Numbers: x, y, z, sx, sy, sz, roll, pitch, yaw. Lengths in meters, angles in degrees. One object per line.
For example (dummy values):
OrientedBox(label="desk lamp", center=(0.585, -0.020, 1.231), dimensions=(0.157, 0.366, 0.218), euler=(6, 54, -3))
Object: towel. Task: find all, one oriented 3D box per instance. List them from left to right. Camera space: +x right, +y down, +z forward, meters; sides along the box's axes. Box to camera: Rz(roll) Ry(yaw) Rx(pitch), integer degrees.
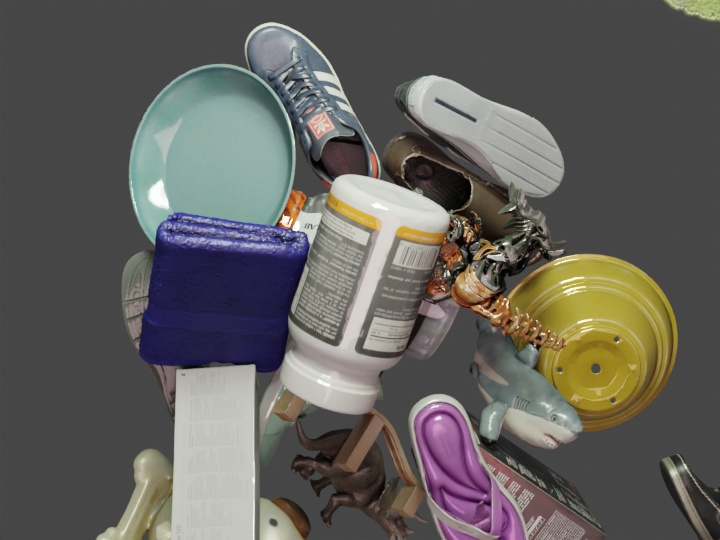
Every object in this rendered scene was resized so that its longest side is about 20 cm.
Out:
OrientedBox(label="towel", center=(-0.134, 0.022, 1.307), dimensions=(0.147, 0.050, 0.201), euler=(5, 141, -11))

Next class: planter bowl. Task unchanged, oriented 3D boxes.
OrientedBox(label="planter bowl", center=(0.240, 0.091, 1.409), dimensions=(0.199, 0.084, 0.202), euler=(0, 107, 0))

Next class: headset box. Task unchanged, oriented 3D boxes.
OrientedBox(label="headset box", center=(0.142, 0.224, 1.410), dimensions=(0.199, 0.149, 0.077), euler=(34, 96, -10))

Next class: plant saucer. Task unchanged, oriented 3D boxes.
OrientedBox(label="plant saucer", center=(-0.141, -0.102, 1.341), dimensions=(0.199, 0.036, 0.202), euler=(-3, 84, 28))

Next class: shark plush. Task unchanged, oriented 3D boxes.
OrientedBox(label="shark plush", center=(0.164, 0.096, 1.384), dimensions=(0.091, 0.201, 0.083), euler=(19, 135, -36))

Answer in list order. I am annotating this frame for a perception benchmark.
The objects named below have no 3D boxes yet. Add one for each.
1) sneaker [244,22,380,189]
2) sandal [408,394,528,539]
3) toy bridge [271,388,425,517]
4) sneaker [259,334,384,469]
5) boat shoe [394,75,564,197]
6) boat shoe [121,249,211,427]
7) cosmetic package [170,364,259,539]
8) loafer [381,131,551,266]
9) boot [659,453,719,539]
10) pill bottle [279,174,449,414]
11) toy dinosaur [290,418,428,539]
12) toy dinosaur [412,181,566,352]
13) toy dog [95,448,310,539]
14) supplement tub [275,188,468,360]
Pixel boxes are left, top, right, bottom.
OrientedBox(label="sneaker", center=(-0.044, -0.157, 1.338), dimensions=(0.075, 0.085, 0.200), euler=(-36, 103, 10))
OrientedBox(label="sandal", center=(0.100, 0.218, 1.305), dimensions=(0.082, 0.050, 0.203), euler=(-28, 101, 2))
OrientedBox(label="toy bridge", center=(0.001, 0.176, 1.391), dimensions=(0.200, 0.027, 0.067), euler=(42, 68, -24))
OrientedBox(label="sneaker", center=(-0.041, 0.140, 1.426), dimensions=(0.118, 0.074, 0.201), euler=(25, 102, -1))
OrientedBox(label="boat shoe", center=(0.121, -0.142, 1.352), dimensions=(0.199, 0.071, 0.072), euler=(31, 91, -29))
OrientedBox(label="boat shoe", center=(-0.197, 0.074, 1.418), dimensions=(0.074, 0.065, 0.203), euler=(-22, 103, -3))
OrientedBox(label="cosmetic package", center=(-0.141, 0.194, 1.325), dimensions=(0.082, 0.201, 0.051), euler=(-2, 150, 0))
OrientedBox(label="loafer", center=(0.106, -0.062, 1.371), dimensions=(0.199, 0.071, 0.073), euler=(31, 104, -8))
OrientedBox(label="boot", center=(0.428, 0.245, 1.460), dimensions=(0.153, 0.074, 0.204), euler=(-35, 109, 7))
OrientedBox(label="pill bottle", center=(-0.001, 0.022, 1.246), dimensions=(0.116, 0.116, 0.201), euler=(18, 104, -5))
OrientedBox(label="toy dinosaur", center=(-0.014, 0.209, 1.443), dimensions=(0.102, 0.077, 0.201), euler=(-26, 118, 3))
OrientedBox(label="toy dinosaur", center=(0.121, -0.005, 1.296), dimensions=(0.136, 0.102, 0.200), euler=(-43, 100, -1))
OrientedBox(label="toy dog", center=(-0.148, 0.287, 1.400), dimensions=(0.199, 0.140, 0.194), euler=(-4, 133, 43))
OrientedBox(label="supplement tub", center=(0.000, 0.000, 1.363), dimensions=(0.199, 0.123, 0.123), euler=(23, 105, -7))
